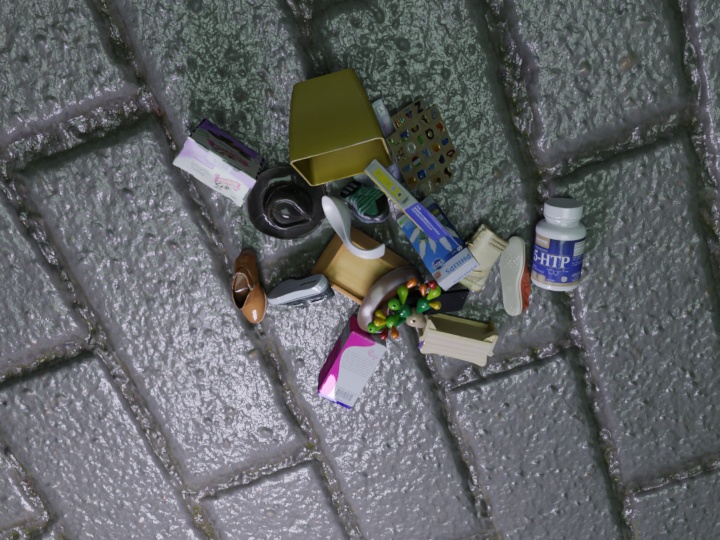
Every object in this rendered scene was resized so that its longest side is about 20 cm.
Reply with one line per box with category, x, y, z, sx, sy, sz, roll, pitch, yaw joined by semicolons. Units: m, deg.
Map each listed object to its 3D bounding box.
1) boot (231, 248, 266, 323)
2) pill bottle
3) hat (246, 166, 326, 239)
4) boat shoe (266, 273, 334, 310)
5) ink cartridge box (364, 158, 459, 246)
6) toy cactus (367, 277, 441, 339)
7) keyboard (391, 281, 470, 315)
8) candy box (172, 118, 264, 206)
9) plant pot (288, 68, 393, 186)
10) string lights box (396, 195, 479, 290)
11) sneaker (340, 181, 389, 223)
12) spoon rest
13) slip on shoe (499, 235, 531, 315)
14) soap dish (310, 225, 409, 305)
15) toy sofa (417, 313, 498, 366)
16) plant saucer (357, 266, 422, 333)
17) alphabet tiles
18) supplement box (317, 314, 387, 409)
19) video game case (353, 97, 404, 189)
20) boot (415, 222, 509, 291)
boot;-0.274;0.062;1.654;0.072;0.155;0.203;-7;112;0
pill bottle;0.478;-0.065;1.656;0.118;0.120;0.203;-1;111;-2
hat;-0.162;-0.143;1.599;0.197;0.081;0.203;-8;118;-15
boat shoe;-0.147;0.064;1.669;0.198;0.072;0.071;-10;125;42
ink cartridge box;0.115;-0.135;1.513;0.047;0.201;0.197;-42;149;7
toy cactus;0.117;0.103;1.608;0.200;0.103;0.165;-41;147;9
keyboard;0.173;0.063;1.664;0.197;0.021;0.128;-6;138;-20
candy box;-0.304;-0.240;1.509;0.167;0.201;0.072;33;108;-15
plant pot;-0.051;-0.313;1.486;0.197;0.200;0.179;-13;80;8
string lights box;0.180;-0.065;1.607;0.102;0.201;0.059;-37;151;10
sneaker;0.027;-0.138;1.568;0.074;0.200;0.088;-37;122;-4
spoon rest;-0.029;-0.096;1.571;0.060;0.200;0.100;-34;152;-22
slip on shoe;0.392;0.011;1.719;0.061;0.074;0.203;-16;109;-33
soap dish;0.000;0.000;1.682;0.198;0.081;0.158;31;107;-15
toy sofa;0.243;0.165;1.757;0.197;0.083;0.099;13;116;-7
plant saucer;0.080;0.080;1.679;0.198;0.032;0.202;-27;142;-23
alphabet tiles;0.142;-0.279;1.568;0.166;0.006;0.202;-38;113;-26
supplement box;-0.023;0.233;1.762;0.100;0.104;0.202;26;110;-11
video game case;0.030;-0.279;1.607;0.141;0.019;0.202;-27;109;8
boot;0.249;-0.054;1.675;0.198;0.073;0.157;27;109;-14
